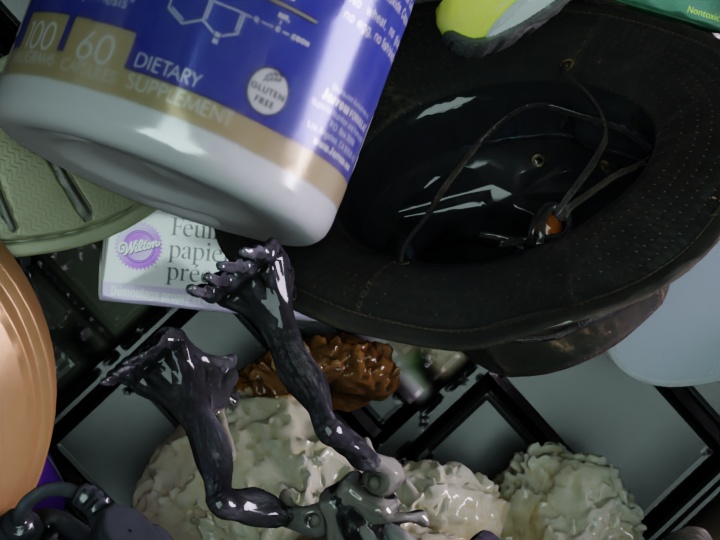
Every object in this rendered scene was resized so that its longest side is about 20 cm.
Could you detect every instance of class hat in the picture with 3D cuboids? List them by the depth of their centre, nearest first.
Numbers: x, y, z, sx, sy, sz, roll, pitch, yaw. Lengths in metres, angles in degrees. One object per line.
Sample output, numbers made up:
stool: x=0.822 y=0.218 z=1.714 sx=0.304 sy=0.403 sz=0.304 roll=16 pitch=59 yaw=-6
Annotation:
hat: x=0.053 y=-0.016 z=0.889 sx=0.199 sy=0.201 sz=0.081 roll=-22 pitch=129 yaw=-2

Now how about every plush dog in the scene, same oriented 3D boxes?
plush dog: x=-0.013 y=0.121 z=0.926 sx=0.171 sy=0.160 sz=0.201 roll=35 pitch=93 yaw=17

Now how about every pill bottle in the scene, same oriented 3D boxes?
pill bottle: x=-0.033 y=-0.121 z=0.826 sx=0.119 sy=0.120 sz=0.201 roll=20 pitch=82 yaw=-6

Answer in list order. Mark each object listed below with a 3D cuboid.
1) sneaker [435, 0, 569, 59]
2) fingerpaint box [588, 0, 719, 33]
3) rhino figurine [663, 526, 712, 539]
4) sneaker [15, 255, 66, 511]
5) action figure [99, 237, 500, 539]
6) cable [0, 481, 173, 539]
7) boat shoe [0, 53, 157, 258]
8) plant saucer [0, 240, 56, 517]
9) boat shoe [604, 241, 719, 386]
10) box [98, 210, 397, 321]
sneaker: x=0.071 y=-0.166 z=0.858 sx=0.090 sy=0.078 sz=0.201 roll=31 pitch=83 yaw=-6
fingerpaint box: x=0.060 y=-0.195 z=0.925 sx=0.199 sy=0.073 sz=0.168 roll=16 pitch=94 yaw=-6
rhino figurine: x=0.103 y=0.151 z=0.903 sx=0.060 sy=0.200 sz=0.088 roll=31 pitch=65 yaw=18
sneaker: x=-0.146 y=0.000 z=0.932 sx=0.099 sy=0.070 sz=0.201 roll=-33 pitch=103 yaw=-15
action figure: x=-0.007 y=0.097 z=0.786 sx=0.119 sy=0.102 sz=0.201 roll=-39 pitch=81 yaw=31
cable: x=-0.068 y=0.174 z=0.880 sx=0.051 sy=0.163 sz=0.200 roll=-31 pitch=72 yaw=-31
boat shoe: x=-0.084 y=-0.061 z=0.908 sx=0.199 sy=0.068 sz=0.075 roll=-27 pitch=100 yaw=-19
plant saucer: x=-0.203 y=0.051 z=0.856 sx=0.199 sy=0.038 sz=0.201 roll=-4 pitch=119 yaw=-7
boat shoe: x=0.167 y=-0.039 z=0.947 sx=0.202 sy=0.086 sz=0.075 roll=-40 pitch=115 yaw=7
box: x=0.000 y=0.000 z=0.956 sx=0.198 sy=0.041 sz=0.039 roll=6 pitch=94 yaw=-6
